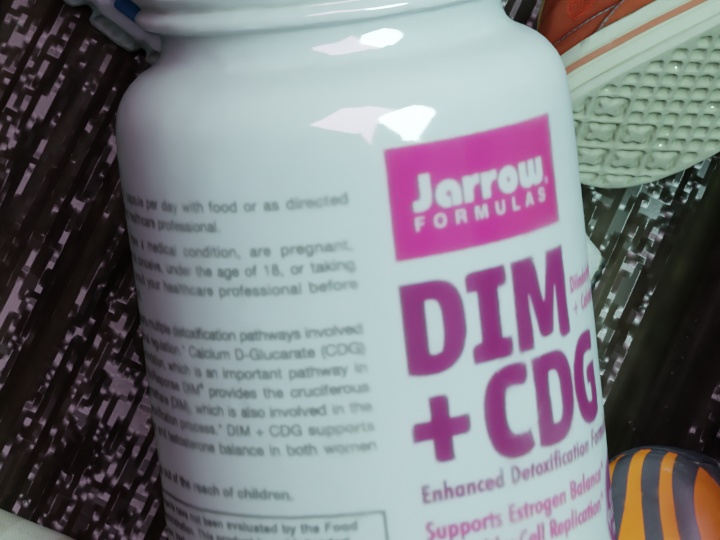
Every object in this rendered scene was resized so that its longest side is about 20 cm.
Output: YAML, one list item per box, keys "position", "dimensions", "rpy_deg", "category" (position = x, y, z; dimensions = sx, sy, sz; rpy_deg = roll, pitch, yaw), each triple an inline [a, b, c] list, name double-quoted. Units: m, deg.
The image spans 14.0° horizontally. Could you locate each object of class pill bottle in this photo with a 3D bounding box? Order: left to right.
- position: [0.000, 0.000, 0.720]
  dimensions: [0.113, 0.113, 0.201]
  rpy_deg: [-9, 101, -7]
  category: "pill bottle"

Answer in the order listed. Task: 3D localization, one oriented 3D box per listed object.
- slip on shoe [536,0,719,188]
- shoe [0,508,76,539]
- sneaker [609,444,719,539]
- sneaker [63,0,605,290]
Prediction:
- position: [0.131, -0.091, 0.784]
  dimensions: [0.199, 0.074, 0.061]
  rpy_deg: [-26, 49, 20]
  category: "slip on shoe"
- position: [-0.127, 0.084, 0.784]
  dimensions: [0.199, 0.053, 0.070]
  rpy_deg: [15, 77, -2]
  category: "shoe"
- position: [0.068, 0.140, 0.752]
  dimensions: [0.077, 0.112, 0.201]
  rpy_deg: [-10, 75, 30]
  category: "sneaker"
- position: [-0.001, -0.071, 0.822]
  dimensions: [0.200, 0.075, 0.087]
  rpy_deg: [41, 72, 4]
  category: "sneaker"
